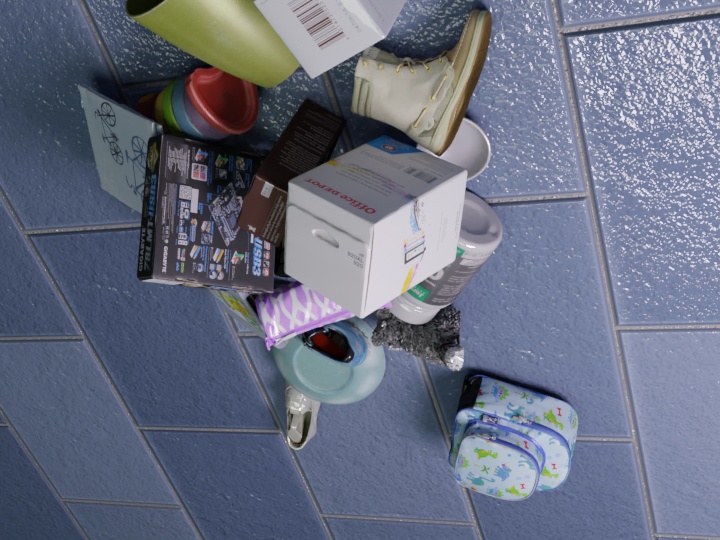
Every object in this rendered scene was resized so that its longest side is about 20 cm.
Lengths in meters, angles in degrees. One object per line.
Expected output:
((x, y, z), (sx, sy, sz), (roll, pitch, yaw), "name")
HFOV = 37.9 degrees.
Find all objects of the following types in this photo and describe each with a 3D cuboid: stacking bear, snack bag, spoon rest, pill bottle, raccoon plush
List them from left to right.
((-0.342, -0.166, 1.549), (0.200, 0.021, 0.189), (29, 137, 37), "snack bag")
((-0.251, -0.228, 1.504), (0.199, 0.122, 0.114), (-11, 118, 41), "stacking bear")
((0.085, 0.094, 1.612), (0.133, 0.097, 0.200), (9, 177, -2), "raccoon plush")
((0.099, -0.143, 1.466), (0.099, 0.061, 0.200), (41, 133, -13), "spoon rest")
((0.114, -0.015, 1.536), (0.113, 0.113, 0.200), (29, 133, -5), "pill bottle")

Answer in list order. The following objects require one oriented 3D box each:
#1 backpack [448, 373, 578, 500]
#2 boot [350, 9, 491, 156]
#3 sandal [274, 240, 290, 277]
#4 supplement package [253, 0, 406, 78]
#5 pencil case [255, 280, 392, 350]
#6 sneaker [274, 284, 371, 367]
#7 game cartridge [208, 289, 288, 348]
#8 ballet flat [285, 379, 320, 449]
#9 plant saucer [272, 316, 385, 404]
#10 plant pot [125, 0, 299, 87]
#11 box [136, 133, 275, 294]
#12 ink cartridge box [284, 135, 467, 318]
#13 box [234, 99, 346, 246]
((0.250, 0.287, 1.727), (0.199, 0.147, 0.184), (12, 135, 7), "backpack")
((0.075, -0.265, 1.360), (0.154, 0.072, 0.201), (27, 122, 11), "boot")
((-0.116, -0.081, 1.614), (0.079, 0.057, 0.202), (6, 116, 21), "sandal")
((-0.018, -0.342, 1.239), (0.117, 0.200, 0.117), (-23, 119, 35), "supplement package")
((-0.060, 0.048, 1.550), (0.199, 0.086, 0.084), (-21, 136, 4), "pencil case")
((-0.076, 0.086, 1.689), (0.199, 0.090, 0.079), (31, 98, 12), "sneaker")
((-0.192, 0.038, 1.639), (0.133, 0.040, 0.200), (35, 163, 34), "game cartridge")
((-0.109, 0.251, 1.892), (0.069, 0.070, 0.201), (12, 133, 11), "ballet flat")
((-0.059, 0.154, 1.776), (0.200, 0.039, 0.202), (6, 119, 12), "plant saucer")
((-0.163, -0.334, 1.341), (0.187, 0.188, 0.200), (-22, 134, 35), "plant pot")
((-0.209, -0.075, 1.472), (0.198, 0.201, 0.050), (8, 171, -40), "box")
((0.018, -0.062, 1.370), (0.147, 0.200, 0.145), (28, 130, 31), "ink cartridge box")
((-0.094, -0.138, 1.448), (0.075, 0.200, 0.100), (29, 134, -1), "box")
